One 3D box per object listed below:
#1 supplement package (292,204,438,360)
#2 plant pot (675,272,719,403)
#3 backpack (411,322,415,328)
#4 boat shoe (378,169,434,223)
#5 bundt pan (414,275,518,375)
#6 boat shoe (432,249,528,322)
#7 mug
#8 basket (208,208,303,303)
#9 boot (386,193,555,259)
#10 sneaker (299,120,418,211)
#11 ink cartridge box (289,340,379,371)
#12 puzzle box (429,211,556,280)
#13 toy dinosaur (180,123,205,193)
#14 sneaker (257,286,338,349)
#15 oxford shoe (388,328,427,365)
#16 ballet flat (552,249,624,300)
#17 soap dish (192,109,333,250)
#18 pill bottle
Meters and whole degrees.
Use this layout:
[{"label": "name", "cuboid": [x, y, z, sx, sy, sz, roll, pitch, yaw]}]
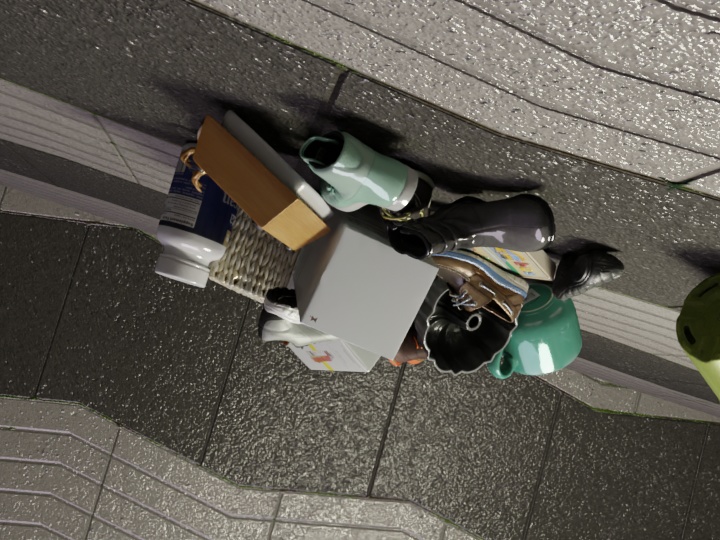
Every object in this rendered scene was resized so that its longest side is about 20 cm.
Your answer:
[{"label": "supplement package", "cuboid": [0.000, 0.000, 1.254, 0.148, 0.154, 0.201, 23, -165, -15]}, {"label": "plant pot", "cuboid": [0.498, 0.098, 1.075, 0.189, 0.203, 0.199, 35, 165, -29]}, {"label": "backpack", "cuboid": [0.092, 0.028, 1.577, 0.173, 0.156, 0.199, 23, 172, -26]}, {"label": "boat shoe", "cuboid": [0.057, -0.086, 1.113, 0.070, 0.062, 0.201, 15, 174, 12]}, {"label": "bundt pan", "cuboid": [0.174, 0.071, 1.462, 0.199, 0.205, 0.076, 21, -168, -36]}, {"label": "boat shoe", "cuboid": [0.171, 0.024, 1.295, 0.197, 0.074, 0.072, 21, 166, -23]}, {"label": "mug", "cuboid": [0.313, 0.104, 1.546, 0.149, 0.186, 0.116, -4, 122, 27]}, {"label": "basket", "cuboid": [-0.143, -0.037, 1.455, 0.158, 0.204, 0.198, 18, 174, 3]}, {"label": "boot", "cuboid": [0.125, -0.042, 1.013, 0.130, 0.071, 0.199, -18, -170, -28]}, {"label": "sneaker", "cuboid": [-0.026, -0.124, 0.994, 0.117, 0.075, 0.199, 28, 172, -26]}, {"label": "ink cartridge box", "cuboid": [-0.023, 0.094, 1.488, 0.084, 0.146, 0.199, 48, 153, -20]}, {"label": "puzzle box", "cuboid": [0.196, -0.033, 1.251, 0.131, 0.026, 0.199, 7, 165, 32]}, {"label": "toy dinosaur", "cuboid": [-0.207, -0.169, 1.219, 0.105, 0.061, 0.200, -25, 157, 15]}, {"label": "sneaker", "cuboid": [-0.074, 0.081, 1.308, 0.197, 0.081, 0.074, 13, -159, -39]}, {"label": "oxford shoe", "cuboid": [0.094, 0.127, 1.542, 0.071, 0.073, 0.199, -18, 169, 21]}, {"label": "ballet flat", "cuboid": [0.318, 0.011, 1.233, 0.055, 0.068, 0.200, 11, 175, -2]}, {"label": "soap dish", "cuboid": [-0.122, -0.107, 1.093, 0.157, 0.081, 0.200, 43, -179, 12]}, {"label": "pill bottle", "cuboid": [-0.249, -0.083, 1.325, 0.109, 0.204, 0.111, 16, 174, 2]}]
